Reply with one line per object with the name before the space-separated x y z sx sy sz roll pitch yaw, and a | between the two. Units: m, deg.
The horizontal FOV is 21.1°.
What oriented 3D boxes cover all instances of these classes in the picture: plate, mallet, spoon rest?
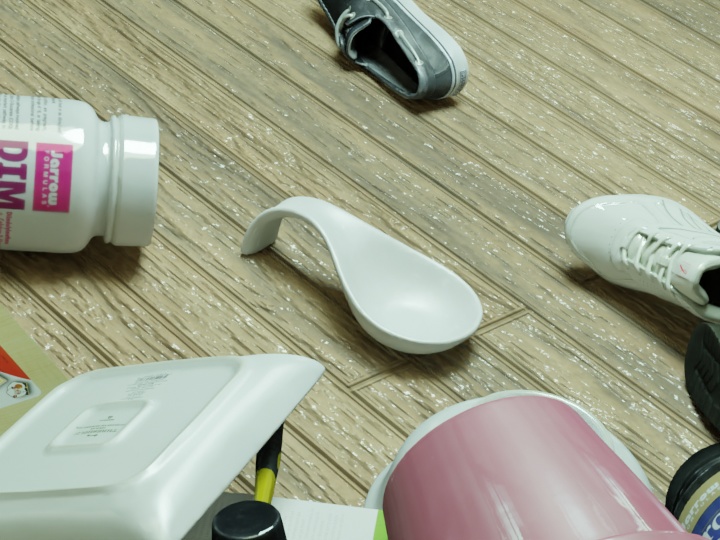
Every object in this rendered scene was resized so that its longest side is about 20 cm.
plate | -0.146 0.101 1.120 0.199 0.032 0.200 -8 23 32
mallet | -0.054 0.133 1.103 0.041 0.066 0.200 -3 19 4
spoon rest | 0.000 0.000 1.420 0.199 0.061 0.099 28 38 26

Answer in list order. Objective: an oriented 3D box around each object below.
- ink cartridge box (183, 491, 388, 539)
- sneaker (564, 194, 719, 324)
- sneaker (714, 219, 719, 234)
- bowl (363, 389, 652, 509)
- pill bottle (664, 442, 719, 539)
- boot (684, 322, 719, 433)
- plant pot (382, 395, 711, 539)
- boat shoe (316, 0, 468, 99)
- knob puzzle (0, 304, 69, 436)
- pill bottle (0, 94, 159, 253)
ink cartridge box | -0.085 0.198 1.097 0.199 0.076 0.148 7 34 5
sneaker | 0.243 -0.008 1.452 0.199 0.078 0.099 21 6 18
sneaker | 0.374 -0.030 1.513 0.199 0.116 0.076 2 34 -13
bowl | 0.105 0.139 1.218 0.200 0.091 0.201 8 34 -5
pill bottle | 0.248 0.175 1.152 0.111 0.112 0.200 5 14 -8
boot | 0.322 0.105 1.346 0.138 0.078 0.200 6 35 -15
plant pot | 0.100 0.175 1.044 0.199 0.201 0.179 -6 46 -23
boat shoe | 0.010 -0.215 1.734 0.068 0.072 0.200 -17 50 -37
knob puzzle | -0.303 0.078 1.249 0.218 0.031 0.220 8 34 -5
pill bottle | -0.250 -0.071 1.407 0.199 0.114 0.114 3 34 -11
